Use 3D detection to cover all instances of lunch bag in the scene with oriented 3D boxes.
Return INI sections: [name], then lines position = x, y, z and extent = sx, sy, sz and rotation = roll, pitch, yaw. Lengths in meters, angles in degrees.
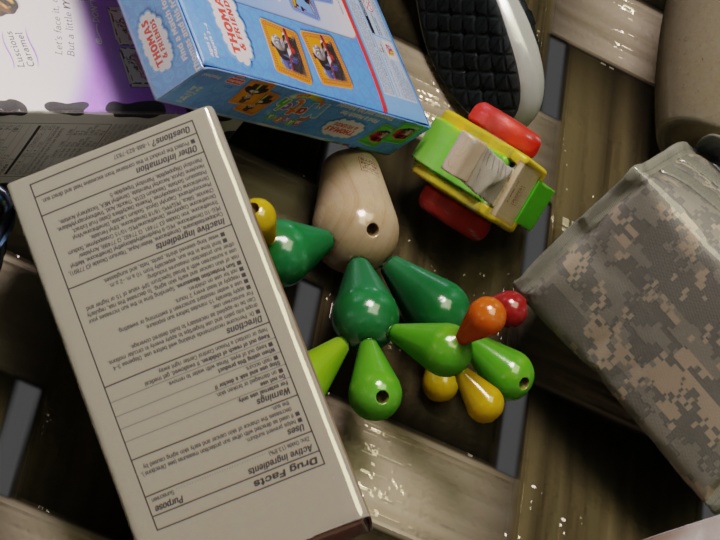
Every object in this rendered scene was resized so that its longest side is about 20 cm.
[lunch bag]
position = 0.197, 0.017, 1.282
extent = 0.164, 0.118, 0.200
rotation = 49, 23, 7

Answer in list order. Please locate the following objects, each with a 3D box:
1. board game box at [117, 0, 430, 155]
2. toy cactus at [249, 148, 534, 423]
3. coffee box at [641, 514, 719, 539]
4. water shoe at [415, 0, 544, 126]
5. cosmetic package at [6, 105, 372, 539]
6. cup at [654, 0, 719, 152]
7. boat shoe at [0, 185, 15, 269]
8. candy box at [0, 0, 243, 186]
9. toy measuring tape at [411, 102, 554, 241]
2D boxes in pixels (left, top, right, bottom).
[board game box]
position = -0.055, -0.142, 1.200
extent = 0.200, 0.037, 0.152
rotation = 11, 53, -57
[toy cactus]
position = 0.000, 0.000, 1.199
extent = 0.199, 0.103, 0.166
rotation = 11, 45, -17
[coffee box]
position = 0.112, 0.200, 1.131
extent = 0.199, 0.080, 0.115
rotation = -10, 66, -38
[water shoe]
position = 0.069, -0.172, 1.365
extent = 0.079, 0.072, 0.201
rotation = -9, 66, -39
[cosmetic package]
position = -0.076, 0.040, 1.078
extent = 0.105, 0.071, 0.201
rotation = -20, 79, -1
[cup]
position = 0.248, -0.111, 1.379
extent = 0.200, 0.200, 0.144
rotation = 37, 72, -6
[boat shoe]
position = -0.203, -0.002, 1.019
extent = 0.084, 0.069, 0.200
rotation = 34, 18, -5
[candy box]
position = -0.177, -0.129, 1.174
extent = 0.199, 0.072, 0.169
rotation = -1, 61, -35
[toy measuring tape]
position = 0.052, -0.057, 1.234
extent = 0.074, 0.073, 0.200
rotation = 58, 10, 13
